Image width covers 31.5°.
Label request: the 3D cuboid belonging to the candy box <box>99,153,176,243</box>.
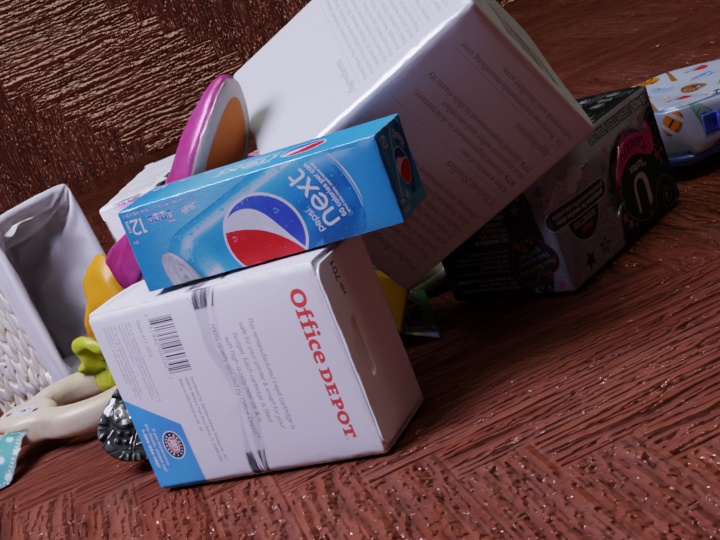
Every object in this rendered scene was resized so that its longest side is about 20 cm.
[{"bbox_3d":[-0.193,-0.028,1.387,0.071,0.168,0.200,-21,15,10],"label":"candy box"}]

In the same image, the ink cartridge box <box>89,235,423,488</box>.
[{"bbox_3d":[-0.076,0.065,0.926,0.200,0.147,0.086,-14,15,27],"label":"ink cartridge box"}]

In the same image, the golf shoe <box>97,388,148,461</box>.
[{"bbox_3d":[-0.142,0.103,1.079,0.200,0.077,0.088,-38,-6,-37],"label":"golf shoe"}]

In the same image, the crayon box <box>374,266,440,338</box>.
[{"bbox_3d":[-0.032,0.003,1.089,0.199,0.052,0.126,7,17,-6],"label":"crayon box"}]

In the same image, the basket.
[{"bbox_3d":[-0.337,0.034,1.322,0.123,0.200,0.136,-18,14,32],"label":"basket"}]

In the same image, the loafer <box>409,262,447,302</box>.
[{"bbox_3d":[0.000,0.000,1.208,0.200,0.068,0.076,-17,15,17],"label":"loafer"}]

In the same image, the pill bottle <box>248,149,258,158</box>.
[{"bbox_3d":[-0.168,-0.069,1.613,0.112,0.113,0.200,-5,22,48],"label":"pill bottle"}]

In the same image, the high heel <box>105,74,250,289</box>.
[{"bbox_3d":[-0.148,-0.068,0.994,0.096,0.200,0.067,28,30,27],"label":"high heel"}]

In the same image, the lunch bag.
[{"bbox_3d":[0.348,-0.160,1.271,0.200,0.076,0.160,-24,17,-16],"label":"lunch bag"}]

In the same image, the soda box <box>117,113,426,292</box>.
[{"bbox_3d":[-0.062,-0.046,0.886,0.200,0.064,0.068,-15,15,21],"label":"soda box"}]

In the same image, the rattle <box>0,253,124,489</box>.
[{"bbox_3d":[-0.290,0.095,1.160,0.200,0.143,0.130,-21,32,-23],"label":"rattle"}]

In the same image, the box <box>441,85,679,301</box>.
[{"bbox_3d":[0.169,-0.067,1.116,0.132,0.115,0.200,-6,23,43],"label":"box"}]

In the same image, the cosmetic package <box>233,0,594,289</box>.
[{"bbox_3d":[0.036,-0.132,1.000,0.200,0.167,0.166,-40,39,15],"label":"cosmetic package"}]
